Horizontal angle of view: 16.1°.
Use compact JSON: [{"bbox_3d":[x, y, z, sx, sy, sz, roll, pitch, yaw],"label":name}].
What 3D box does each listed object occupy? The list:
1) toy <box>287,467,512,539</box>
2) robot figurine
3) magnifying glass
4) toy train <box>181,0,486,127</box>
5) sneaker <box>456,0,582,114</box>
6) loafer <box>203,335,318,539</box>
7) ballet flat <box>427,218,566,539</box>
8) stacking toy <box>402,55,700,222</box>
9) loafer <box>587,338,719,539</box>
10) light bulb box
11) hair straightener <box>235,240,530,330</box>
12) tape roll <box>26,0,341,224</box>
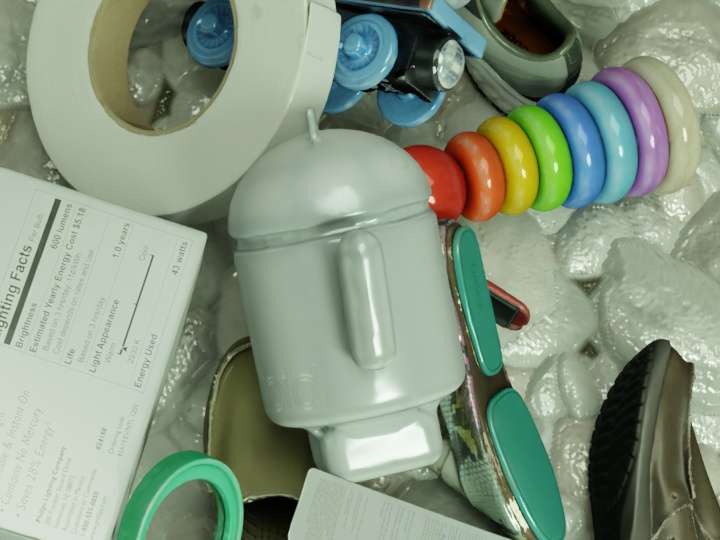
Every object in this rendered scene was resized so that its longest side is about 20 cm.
[{"bbox_3d":[0.026,0.190,1.397,0.199,0.047,0.116,23,78,-34],"label":"toy"},{"bbox_3d":[-0.008,0.011,1.382,0.112,0.170,0.202,-12,94,-12],"label":"robot figurine"},{"bbox_3d":[-0.105,0.194,1.350,0.079,0.022,0.202,2,104,-49],"label":"magnifying glass"},{"bbox_3d":[-0.017,-0.155,1.495,0.199,0.087,0.115,11,78,35],"label":"toy train"},{"bbox_3d":[0.059,-0.178,1.565,0.200,0.079,0.074,38,67,7],"label":"sneaker"},{"bbox_3d":[-0.049,0.126,1.422,0.075,0.068,0.202,1,68,-11],"label":"loafer"},{"bbox_3d":[0.057,0.072,1.457,0.071,0.069,0.202,-18,92,25],"label":"ballet flat"},{"bbox_3d":[0.099,-0.064,1.516,0.199,0.085,0.086,-17,72,-21],"label":"stacking toy"},{"bbox_3d":[0.173,0.140,1.466,0.070,0.073,0.202,13,71,-16],"label":"loafer"},{"bbox_3d":[-0.208,0.056,1.388,0.198,0.125,0.200,18,66,-2],"label":"light bulb box"},{"bbox_3d":[0.000,0.000,1.496,0.199,0.041,0.077,35,66,-2],"label":"hair straightener"},{"bbox_3d":[-0.104,-0.127,1.464,0.201,0.037,0.205,-6,79,31],"label":"tape roll"}]
